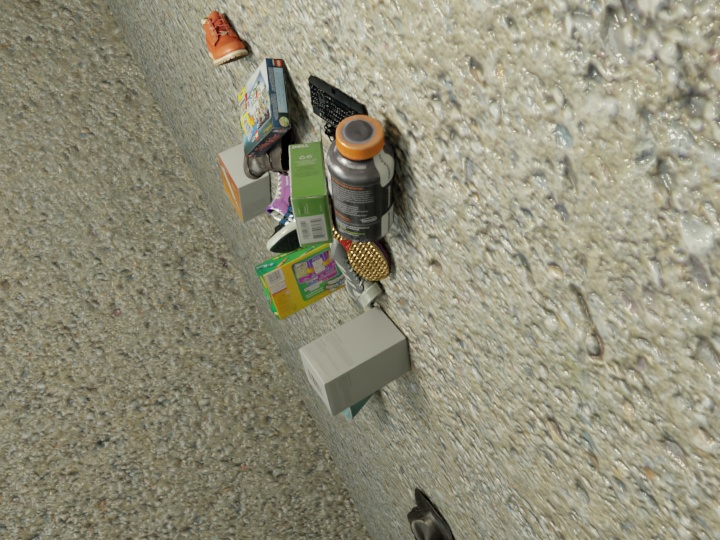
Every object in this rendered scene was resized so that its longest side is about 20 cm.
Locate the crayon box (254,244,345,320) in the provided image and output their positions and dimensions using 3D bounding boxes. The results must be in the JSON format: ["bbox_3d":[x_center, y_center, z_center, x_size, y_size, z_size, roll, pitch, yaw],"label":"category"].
[{"bbox_3d":[-0.116,0.006,1.468,0.058,0.199,0.120,37,150,54],"label":"crayon box"}]

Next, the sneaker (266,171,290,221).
[{"bbox_3d":[-0.173,-0.185,1.506,0.201,0.113,0.073,57,164,24],"label":"sneaker"}]

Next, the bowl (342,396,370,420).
[{"bbox_3d":[-0.032,0.286,1.812,0.202,0.104,0.202,55,163,26],"label":"bowl"}]

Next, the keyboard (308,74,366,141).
[{"bbox_3d":[-0.046,-0.254,1.138,0.200,0.039,0.105,45,155,49],"label":"keyboard"}]

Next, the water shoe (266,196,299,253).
[{"bbox_3d":[-0.127,-0.116,1.412,0.071,0.200,0.079,18,-140,-50],"label":"water shoe"}]

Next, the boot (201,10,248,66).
[{"bbox_3d":[-0.307,-0.514,1.490,0.200,0.074,0.108,40,147,56],"label":"boot"}]

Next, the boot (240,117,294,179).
[{"bbox_3d":[-0.195,-0.296,1.482,0.173,0.069,0.203,-6,85,54],"label":"boot"}]

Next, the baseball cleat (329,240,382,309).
[{"bbox_3d":[0.000,0.000,1.365,0.106,0.070,0.201,41,163,37],"label":"baseball cleat"}]

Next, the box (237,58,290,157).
[{"bbox_3d":[-0.198,-0.323,1.366,0.200,0.037,0.138,-15,81,64],"label":"box"}]

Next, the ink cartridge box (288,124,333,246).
[{"bbox_3d":[-0.085,-0.147,1.141,0.105,0.059,0.201,84,179,-45],"label":"ink cartridge box"}]

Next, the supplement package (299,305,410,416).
[{"bbox_3d":[-0.009,0.188,1.420,0.117,0.199,0.118,47,158,42],"label":"supplement package"}]

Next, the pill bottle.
[{"bbox_3d":[0.002,-0.142,1.045,0.107,0.105,0.201,53,161,30],"label":"pill bottle"}]

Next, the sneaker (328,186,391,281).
[{"bbox_3d":[-0.003,-0.072,1.255,0.200,0.074,0.091,51,-146,-25],"label":"sneaker"}]

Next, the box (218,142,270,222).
[{"bbox_3d":[-0.322,-0.246,1.896,0.125,0.097,0.200,58,163,18],"label":"box"}]

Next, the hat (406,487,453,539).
[{"bbox_3d":[0.178,0.709,1.860,0.201,0.080,0.202,54,160,29],"label":"hat"}]
